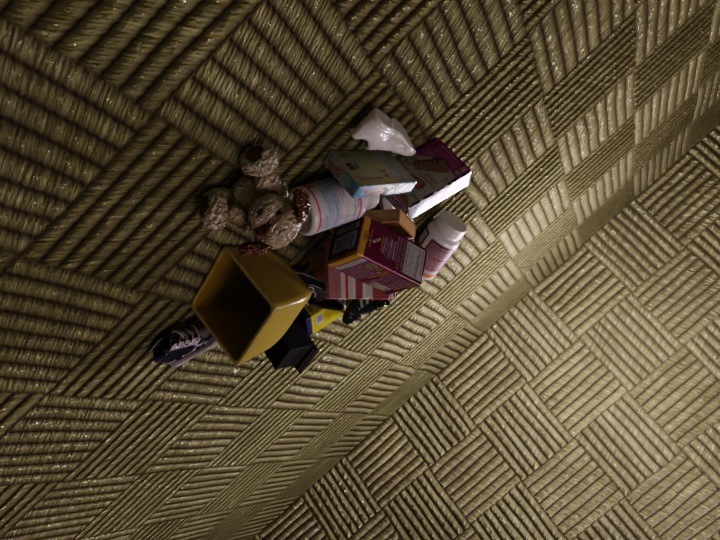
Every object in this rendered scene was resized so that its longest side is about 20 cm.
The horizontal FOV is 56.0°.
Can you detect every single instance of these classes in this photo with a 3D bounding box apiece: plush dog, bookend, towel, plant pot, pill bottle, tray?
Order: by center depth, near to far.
[{"bbox_3d":[-0.187,-0.115,1.318,0.200,0.172,0.160,-43,156,7],"label":"plush dog"},{"bbox_3d":[-0.057,-0.155,1.518,0.199,0.109,0.109,-22,151,-36],"label":"pill bottle"},{"bbox_3d":[-0.231,0.067,1.568,0.199,0.194,0.196,-12,145,-55],"label":"plant pot"},{"bbox_3d":[0.024,-0.108,1.638,0.198,0.037,0.099,-2,159,29],"label":"tray"},{"bbox_3d":[0.000,0.000,1.686,0.198,0.146,0.023,2,174,-31],"label":"towel"},{"bbox_3d":[-0.241,0.168,1.704,0.198,0.200,0.092,-3,138,-54],"label":"bookend"},{"bbox_3d":[0.229,-0.077,2.066,0.114,0.114,0.200,-9,143,-49],"label":"pill bottle"}]

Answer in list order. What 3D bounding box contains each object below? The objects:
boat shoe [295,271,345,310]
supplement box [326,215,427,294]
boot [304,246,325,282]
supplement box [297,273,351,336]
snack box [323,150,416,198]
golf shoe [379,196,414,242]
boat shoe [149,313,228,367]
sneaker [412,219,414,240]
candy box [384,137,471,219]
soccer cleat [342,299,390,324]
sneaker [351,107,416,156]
[{"bbox_3d":[-0.131,0.060,1.731,0.199,0.062,0.075,19,124,-19],"label":"boat shoe"},{"bbox_3d":[0.041,-0.033,1.616,0.199,0.104,0.130,27,153,-30],"label":"supplement box"},{"bbox_3d":[-0.037,0.001,1.764,0.199,0.155,0.074,-16,147,-42],"label":"boot"},{"bbox_3d":[-0.092,0.068,1.856,0.199,0.109,0.110,-32,155,-17],"label":"supplement box"},{"bbox_3d":[0.024,-0.219,1.516,0.199,0.116,0.037,-12,145,-46],"label":"snack box"},{"bbox_3d":[0.094,-0.106,1.768,0.072,0.092,0.201,-6,125,20],"label":"golf shoe"},{"bbox_3d":[-0.403,0.162,1.598,0.199,0.075,0.093,-37,158,10],"label":"boat shoe"},{"bbox_3d":[0.125,-0.127,1.853,0.075,0.092,0.201,-22,151,-35],"label":"sneaker"},{"bbox_3d":[0.153,-0.226,1.666,0.199,0.137,0.061,-32,154,-18],"label":"candy box"},{"bbox_3d":[0.028,0.083,1.824,0.200,0.081,0.067,-48,155,16],"label":"soccer cleat"},{"bbox_3d":[0.049,-0.292,1.502,0.088,0.076,0.200,-34,153,21],"label":"sneaker"}]
